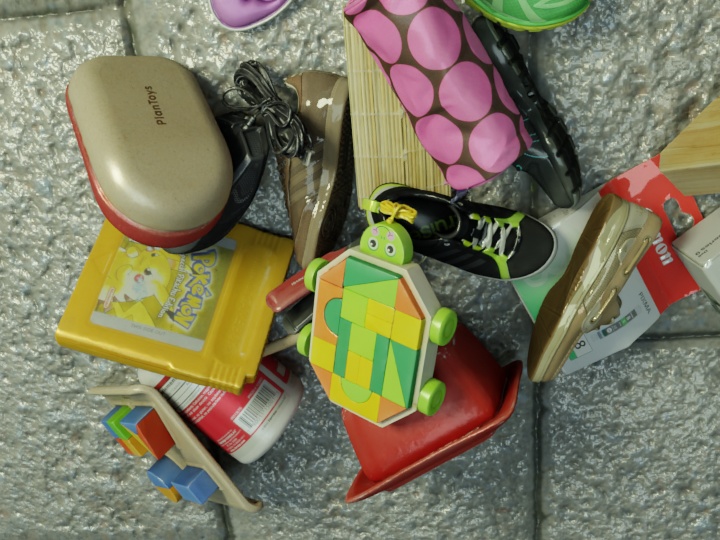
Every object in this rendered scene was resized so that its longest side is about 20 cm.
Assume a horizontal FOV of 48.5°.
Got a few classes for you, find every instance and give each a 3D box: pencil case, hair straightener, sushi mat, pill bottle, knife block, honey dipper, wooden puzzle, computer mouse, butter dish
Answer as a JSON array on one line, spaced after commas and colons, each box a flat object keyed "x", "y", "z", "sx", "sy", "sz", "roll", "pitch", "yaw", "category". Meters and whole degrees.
[{"x": 0.064, "y": -0.165, "z": 0.689, "sx": 0.093, "sy": 0.091, "sz": 0.201, "roll": -5, "pitch": 123, "yaw": 53, "category": "pencil case"}, {"x": 0.000, "y": 0.000, "z": 0.822, "sx": 0.199, "sy": 0.041, "sz": 0.077, "roll": -38, "pitch": 128, "yaw": -11, "category": "hair straightener"}, {"x": 0.037, "y": -0.153, "z": 0.756, "sx": 0.094, "sy": 0.012, "sz": 0.203, "roll": -7, "pitch": 120, "yaw": -4, "category": "sushi mat"}, {"x": -0.167, "y": 0.109, "z": 0.874, "sx": 0.199, "sy": 0.113, "sz": 0.112, "roll": 41, "pitch": 111, "yaw": -11, "category": "pill bottle"}, {"x": 0.389, "y": -0.107, "z": 0.692, "sx": 0.064, "sy": 0.177, "sz": 0.200, "roll": 26, "pitch": 115, "yaw": -40, "category": "knife block"}, {"x": -0.048, "y": 0.065, "z": 0.842, "sx": 0.198, "sy": 0.038, "sz": 0.038, "roll": -22, "pitch": 112, "yaw": -13, "category": "honey dipper"}, {"x": -0.219, "y": 0.207, "z": 0.901, "sx": 0.201, "sy": 0.046, "sz": 0.184, "roll": 51, "pitch": 150, "yaw": -17, "category": "wooden puzzle"}, {"x": -0.128, "y": -0.093, "z": 0.795, "sx": 0.200, "sy": 0.139, "sz": 0.052, "roll": -48, "pitch": 146, "yaw": 16, "category": "computer mouse"}, {"x": 0.054, "y": 0.116, "z": 0.828, "sx": 0.198, "sy": 0.200, "sz": 0.149, "roll": -31, "pitch": 90, "yaw": 17, "category": "butter dish"}]

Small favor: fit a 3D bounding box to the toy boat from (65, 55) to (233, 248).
[{"x": -0.204, "y": -0.100, "z": 0.761, "sx": 0.129, "sy": 0.202, "sz": 0.131, "roll": -8, "pitch": 145, "yaw": -30, "category": "toy boat"}]

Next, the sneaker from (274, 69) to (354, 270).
[{"x": -0.051, "y": -0.101, "z": 0.811, "sx": 0.075, "sy": 0.070, "sz": 0.203, "roll": 19, "pitch": 111, "yaw": 18, "category": "sneaker"}]

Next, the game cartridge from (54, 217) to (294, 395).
[{"x": -0.182, "y": 0.020, "z": 0.815, "sx": 0.197, "sy": 0.178, "sz": 0.033, "roll": 14, "pitch": 151, "yaw": -1, "category": "game cartridge"}]

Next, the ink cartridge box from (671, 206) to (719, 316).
[{"x": 0.428, "y": 0.013, "z": 0.784, "sx": 0.145, "sy": 0.084, "sz": 0.201, "roll": -37, "pitch": 105, "yaw": 10, "category": "ink cartridge box"}]

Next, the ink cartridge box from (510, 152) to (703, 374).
[{"x": 0.261, "y": -0.004, "z": 0.822, "sx": 0.198, "sy": 0.050, "sz": 0.162, "roll": -28, "pitch": 108, "yaw": 18, "category": "ink cartridge box"}]

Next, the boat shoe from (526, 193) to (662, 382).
[{"x": 0.224, "y": 0.029, "z": 0.777, "sx": 0.064, "sy": 0.071, "sz": 0.202, "roll": 21, "pitch": 111, "yaw": -5, "category": "boat shoe"}]

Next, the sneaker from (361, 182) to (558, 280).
[{"x": 0.095, "y": -0.032, "z": 0.755, "sx": 0.197, "sy": 0.083, "sz": 0.073, "roll": 12, "pitch": 96, "yaw": -4, "category": "sneaker"}]

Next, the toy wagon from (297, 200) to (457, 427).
[{"x": 0.012, "y": 0.038, "z": 0.725, "sx": 0.154, "sy": 0.039, "sz": 0.203, "roll": 21, "pitch": 115, "yaw": 31, "category": "toy wagon"}]

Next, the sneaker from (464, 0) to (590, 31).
[{"x": 0.115, "y": -0.275, "z": 0.694, "sx": 0.197, "sy": 0.084, "sz": 0.075, "roll": 23, "pitch": 68, "yaw": -5, "category": "sneaker"}]

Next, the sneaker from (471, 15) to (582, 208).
[{"x": 0.145, "y": -0.142, "z": 0.771, "sx": 0.079, "sy": 0.075, "sz": 0.201, "roll": -27, "pitch": 102, "yaw": 30, "category": "sneaker"}]

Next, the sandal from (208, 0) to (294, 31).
[{"x": -0.065, "y": -0.296, "z": 0.728, "sx": 0.201, "sy": 0.050, "sz": 0.083, "roll": -34, "pitch": 106, "yaw": 18, "category": "sandal"}]
